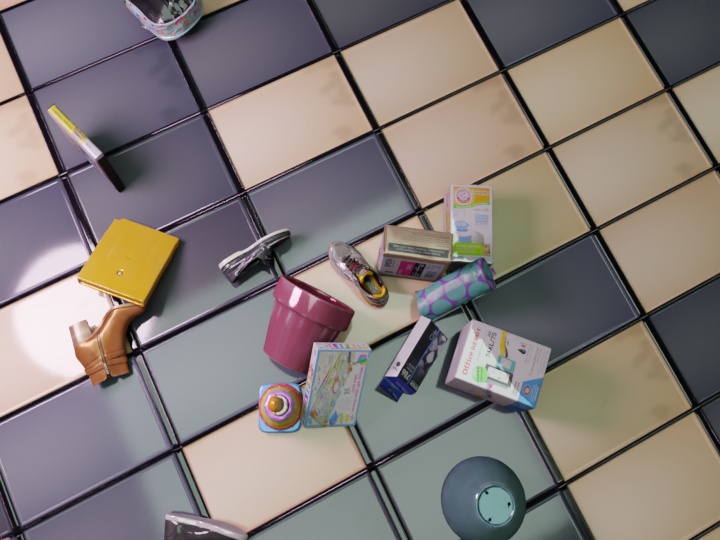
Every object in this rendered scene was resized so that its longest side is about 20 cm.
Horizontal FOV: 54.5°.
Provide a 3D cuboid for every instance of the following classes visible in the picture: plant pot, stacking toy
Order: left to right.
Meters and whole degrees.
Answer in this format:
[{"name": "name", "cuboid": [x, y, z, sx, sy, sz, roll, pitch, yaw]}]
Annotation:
[{"name": "stacking toy", "cuboid": [-0.186, 0.307, 1.592, 0.107, 0.200, 0.118, -1, 76, -3]}, {"name": "plant pot", "cuboid": [-0.136, 0.133, 1.651, 0.197, 0.200, 0.181, 27, 93, 4]}, {"name": "plant pot", "cuboid": [0.292, 0.530, 1.596, 0.196, 0.135, 0.204, 0, 77, -2]}]

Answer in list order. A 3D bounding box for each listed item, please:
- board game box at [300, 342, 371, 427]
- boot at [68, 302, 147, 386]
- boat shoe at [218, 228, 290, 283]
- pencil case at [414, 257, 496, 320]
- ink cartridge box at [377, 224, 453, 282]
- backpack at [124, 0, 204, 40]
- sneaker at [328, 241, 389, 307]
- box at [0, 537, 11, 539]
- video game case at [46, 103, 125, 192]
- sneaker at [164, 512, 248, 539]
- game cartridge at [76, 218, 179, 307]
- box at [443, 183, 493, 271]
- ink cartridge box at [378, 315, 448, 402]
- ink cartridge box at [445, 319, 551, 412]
[{"name": "board game box", "cuboid": [-0.059, 0.265, 1.619, 0.132, 0.034, 0.204, 4, 110, -23]}, {"name": "boot", "cuboid": [-0.582, 0.171, 1.679, 0.197, 0.074, 0.157, -24, 86, -9]}, {"name": "boat shoe", "cuboid": [-0.251, -0.033, 1.734, 0.197, 0.075, 0.067, -29, 82, -8]}, {"name": "pencil case", "cuboid": [0.229, 0.048, 1.694, 0.198, 0.092, 0.086, -29, 76, 24]}, {"name": "ink cartridge box", "cuboid": [0.127, -0.037, 1.688, 0.161, 0.200, 0.077, 6, 75, -1]}, {"name": "backpack", "cuboid": [-0.514, -0.709, 1.840, 0.200, 0.151, 0.178, 42, 81, 15]}, {"name": "sneaker", "cuboid": [0.000, 0.000, 1.734, 0.200, 0.082, 0.078, 44, 78, 8]}, {"name": "box", "cuboid": [-0.798, 0.728, 1.504, 0.192, 0.122, 0.200, -42, 82, -12]}, {"name": "video game case", "cuboid": [-0.666, -0.293, 1.709, 0.181, 0.200, 0.025, 44, 76, 8]}, {"name": "sneaker", "cuboid": [-0.355, 0.617, 1.581, 0.196, 0.071, 0.101, 9, 78, 6]}, {"name": "game cartridge", "cuboid": [-0.562, -0.024, 1.708, 0.173, 0.033, 0.202, 20, 54, 2]}, {"name": "box", "cuboid": [0.270, -0.106, 1.761, 0.110, 0.101, 0.204, 3, 77, -3]}, {"name": "ink cartridge box", "cuboid": [0.129, 0.219, 1.682, 0.039, 0.099, 0.202, 22, 74, 45]}, {"name": "ink cartridge box", "cuboid": [0.322, 0.228, 1.662, 0.197, 0.146, 0.149, 20, 76, 2]}]
